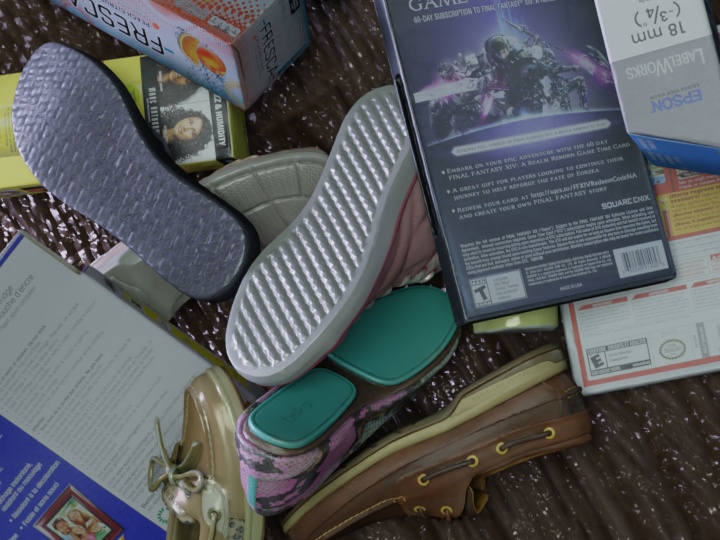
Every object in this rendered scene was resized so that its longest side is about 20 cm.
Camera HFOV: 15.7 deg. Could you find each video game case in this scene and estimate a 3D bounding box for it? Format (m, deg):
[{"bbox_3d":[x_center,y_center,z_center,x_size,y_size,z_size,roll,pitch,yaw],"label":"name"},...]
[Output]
[{"bbox_3d":[0.095,-0.078,1.509,0.142,0.019,0.201,-11,82,-24],"label":"video game case"},{"bbox_3d":[0.180,-0.036,1.545,0.142,0.017,0.201,-11,84,11],"label":"video game case"}]

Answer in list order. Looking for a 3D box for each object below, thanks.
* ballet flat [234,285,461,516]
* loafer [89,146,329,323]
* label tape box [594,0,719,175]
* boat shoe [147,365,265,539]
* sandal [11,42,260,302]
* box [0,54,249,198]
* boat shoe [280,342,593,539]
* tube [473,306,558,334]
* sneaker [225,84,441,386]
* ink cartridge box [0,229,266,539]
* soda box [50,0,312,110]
[{"bbox_3d":[-0.011,0.078,1.519,0.069,0.200,0.071,29,130,18],"label":"ballet flat"},{"bbox_3d":[-0.101,-0.020,1.581,0.199,0.063,0.072,-32,115,5],"label":"loafer"},{"bbox_3d":[0.177,-0.108,1.467,0.063,0.144,0.201,-15,82,10],"label":"label tape box"},{"bbox_3d":[-0.093,0.155,1.528,0.062,0.073,0.201,-6,107,-16],"label":"boat shoe"},{"bbox_3d":[-0.135,-0.053,1.542,0.076,0.043,0.200,-47,70,12],"label":"sandal"},{"bbox_3d":[-0.171,-0.089,1.604,0.199,0.050,0.076,-6,85,11],"label":"box"},{"bbox_3d":[0.045,0.119,1.534,0.199,0.072,0.068,-31,84,11],"label":"boat shoe"},{"bbox_3d":[0.083,-0.063,1.534,0.052,0.058,0.201,-7,84,33],"label":"tube"},{"bbox_3d":[0.000,0.000,1.521,0.075,0.105,0.201,14,64,31],"label":"sneaker"},{"bbox_3d":[-0.184,0.102,1.551,0.200,0.047,0.198,38,96,-19],"label":"ink cartridge box"},{"bbox_3d":[-0.127,-0.177,1.562,0.199,0.064,0.068,31,64,25],"label":"soda box"}]
